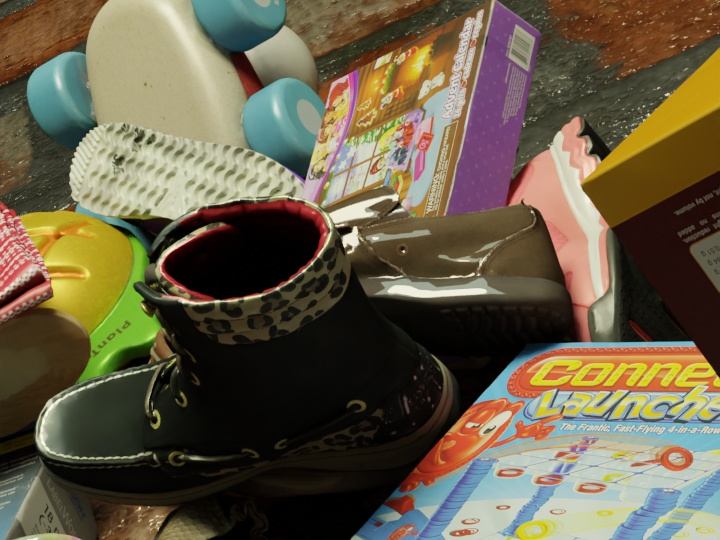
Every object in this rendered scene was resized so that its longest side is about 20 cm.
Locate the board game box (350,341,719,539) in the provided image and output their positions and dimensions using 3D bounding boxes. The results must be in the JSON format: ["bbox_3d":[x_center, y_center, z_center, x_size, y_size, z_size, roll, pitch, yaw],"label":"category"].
[{"bbox_3d":[0.103,0.105,0.862,0.200,0.056,0.196,-3,31,43],"label":"board game box"}]

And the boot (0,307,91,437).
[{"bbox_3d":[-0.223,0.037,1.160,0.201,0.071,0.144,-27,28,19],"label":"boot"}]

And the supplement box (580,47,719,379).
[{"bbox_3d":[0.228,-0.017,0.741,0.197,0.200,0.133,-30,9,47],"label":"supplement box"}]

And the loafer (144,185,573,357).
[{"bbox_3d":[0.000,0.000,1.004,0.199,0.073,0.071,3,61,5],"label":"loafer"}]

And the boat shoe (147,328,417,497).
[{"bbox_3d":[-0.049,0.066,1.052,0.076,0.072,0.200,-5,9,-42],"label":"boat shoe"}]

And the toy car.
[{"bbox_3d":[-0.081,-0.106,1.446,0.184,0.177,0.200,-27,-10,31],"label":"toy car"}]

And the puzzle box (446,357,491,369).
[{"bbox_3d":[0.028,0.006,1.199,0.200,0.025,0.133,-1,32,45],"label":"puzzle box"}]

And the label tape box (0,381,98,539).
[{"bbox_3d":[-0.212,0.145,1.086,0.144,0.063,0.200,-19,19,14],"label":"label tape box"}]

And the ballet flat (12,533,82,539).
[{"bbox_3d":[-0.195,0.182,0.942,0.200,0.069,0.071,-47,23,-1],"label":"ballet flat"}]

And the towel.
[{"bbox_3d":[-0.235,0.016,1.116,0.144,0.023,0.200,-29,18,-8],"label":"towel"}]

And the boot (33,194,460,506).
[{"bbox_3d":[-0.073,0.034,0.936,0.203,0.154,0.074,-7,55,18],"label":"boot"}]

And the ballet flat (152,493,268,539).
[{"bbox_3d":[-0.076,0.153,0.934,0.046,0.067,0.200,-24,15,20],"label":"ballet flat"}]

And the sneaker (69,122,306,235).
[{"bbox_3d":[-0.071,-0.036,1.268,0.200,0.099,0.070,24,92,36],"label":"sneaker"}]

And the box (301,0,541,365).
[{"bbox_3d":[0.019,-0.032,1.123,0.137,0.039,0.200,-23,44,46],"label":"box"}]

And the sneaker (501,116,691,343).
[{"bbox_3d":[0.105,0.009,1.060,0.087,0.074,0.200,-34,29,18],"label":"sneaker"}]

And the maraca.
[{"bbox_3d":[-0.175,0.028,1.253,0.137,0.107,0.200,-45,32,-11],"label":"maraca"}]
